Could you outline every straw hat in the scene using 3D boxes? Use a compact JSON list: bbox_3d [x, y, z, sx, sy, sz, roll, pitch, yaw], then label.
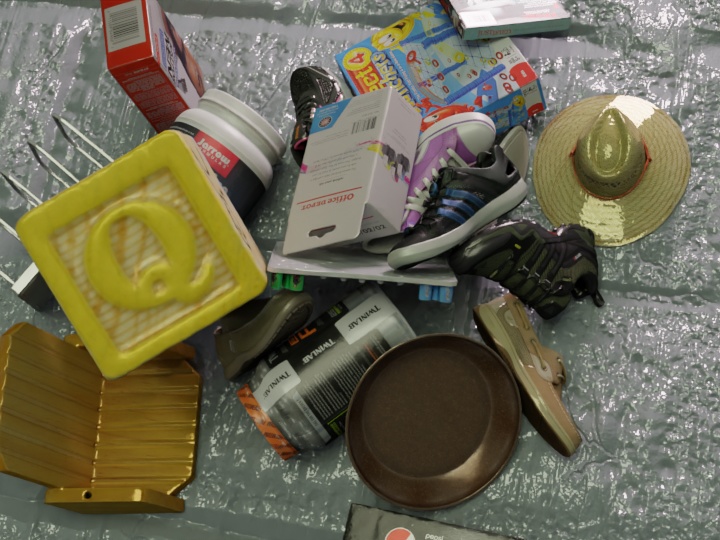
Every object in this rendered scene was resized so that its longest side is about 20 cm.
[{"bbox_3d":[0.290,-0.136,1.484,0.199,0.085,0.203,-5,67,11],"label":"straw hat"}]

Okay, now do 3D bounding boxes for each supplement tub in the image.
[{"bbox_3d":[-0.195,-0.104,1.547,0.140,0.140,0.201,30,77,22],"label":"supplement tub"},{"bbox_3d":[-0.032,0.116,1.431,0.199,0.123,0.123,-36,65,-5],"label":"supplement tub"}]

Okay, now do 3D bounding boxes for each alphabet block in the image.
[{"bbox_3d":[-0.224,-0.022,1.364,0.196,0.200,0.196,-32,95,-1],"label":"alphabet block"}]

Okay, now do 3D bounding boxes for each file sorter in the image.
[{"bbox_3d":[-0.384,-0.074,1.558,0.124,0.139,0.200,40,80,2],"label":"file sorter"}]

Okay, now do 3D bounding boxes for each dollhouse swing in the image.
[{"bbox_3d":[-0.295,0.157,1.444,0.180,0.176,0.201,-3,67,11],"label":"dollhouse swing"}]

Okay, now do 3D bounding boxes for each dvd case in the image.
[{"bbox_3d":[0.156,-0.359,1.585,0.145,0.022,0.201,-9,48,-18],"label":"dvd case"}]

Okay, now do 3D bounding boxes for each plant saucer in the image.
[{"bbox_3d":[0.076,0.160,1.387,0.199,0.037,0.202,-4,105,-14],"label":"plant saucer"}]

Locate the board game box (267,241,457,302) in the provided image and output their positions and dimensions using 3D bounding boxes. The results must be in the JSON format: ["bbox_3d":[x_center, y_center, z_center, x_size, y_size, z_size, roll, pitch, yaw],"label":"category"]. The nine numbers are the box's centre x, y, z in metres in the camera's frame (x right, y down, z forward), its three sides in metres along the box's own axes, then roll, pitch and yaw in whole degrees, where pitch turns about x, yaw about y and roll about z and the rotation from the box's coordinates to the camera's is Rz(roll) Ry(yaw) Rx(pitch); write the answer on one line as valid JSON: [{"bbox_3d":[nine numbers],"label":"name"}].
[{"bbox_3d":[0.000,0.000,1.419,0.198,0.200,0.026,4,99,-2],"label":"board game box"}]

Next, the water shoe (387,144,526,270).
[{"bbox_3d":[0.092,-0.069,1.383,0.199,0.071,0.079,-32,94,-33],"label":"water shoe"}]

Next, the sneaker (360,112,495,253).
[{"bbox_3d":[0.078,-0.088,1.451,0.200,0.073,0.115,-35,40,21],"label":"sneaker"}]

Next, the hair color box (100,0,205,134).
[{"bbox_3d":[-0.252,-0.250,1.586,0.063,0.200,0.112,-14,65,7],"label":"hair color box"}]

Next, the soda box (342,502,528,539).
[{"bbox_3d":[0.081,0.305,1.361,0.199,0.063,0.071,10,70,15],"label":"soda box"}]

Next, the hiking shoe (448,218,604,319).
[{"bbox_3d":[0.192,0.002,1.413,0.199,0.076,0.101,-3,66,-30],"label":"hiking shoe"}]

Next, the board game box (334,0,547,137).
[{"bbox_3d":[0.094,-0.232,1.559,0.195,0.056,0.201,-28,52,0],"label":"board game box"}]

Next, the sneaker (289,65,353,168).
[{"bbox_3d":[-0.049,-0.169,1.556,0.080,0.086,0.201,-41,59,33],"label":"sneaker"}]

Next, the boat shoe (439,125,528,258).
[{"bbox_3d":[0.143,-0.092,1.502,0.060,0.074,0.201,4,56,35],"label":"boat shoe"}]

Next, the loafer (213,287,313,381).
[{"bbox_3d":[-0.120,0.062,1.435,0.076,0.200,0.068,-32,83,-39],"label":"loafer"}]

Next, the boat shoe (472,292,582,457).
[{"bbox_3d":[0.196,0.110,1.411,0.064,0.071,0.201,-26,66,-8],"label":"boat shoe"}]

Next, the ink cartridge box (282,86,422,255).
[{"bbox_3d":[-0.009,-0.097,1.432,0.115,0.068,0.201,-12,54,37],"label":"ink cartridge box"}]
